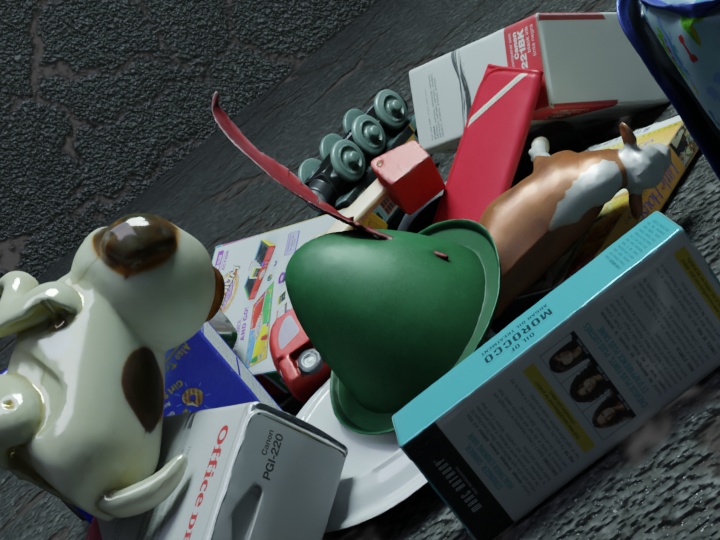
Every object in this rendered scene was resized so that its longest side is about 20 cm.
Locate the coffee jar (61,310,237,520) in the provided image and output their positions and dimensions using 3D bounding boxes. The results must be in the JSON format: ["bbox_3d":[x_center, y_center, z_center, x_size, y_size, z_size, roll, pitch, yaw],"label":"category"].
[{"bbox_3d":[-0.189,0.122,1.096,0.085,0.104,0.202,33,106,37],"label":"coffee jar"}]

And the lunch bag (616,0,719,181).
[{"bbox_3d":[0.255,-0.139,0.803,0.127,0.171,0.200,-36,17,7],"label":"lunch bag"}]

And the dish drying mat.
[{"bbox_3d":[0.097,-0.072,1.044,0.077,0.018,0.202,21,93,54],"label":"dish drying mat"}]

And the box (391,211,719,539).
[{"bbox_3d":[0.120,0.062,0.725,0.199,0.083,0.049,-38,15,5],"label":"box"}]

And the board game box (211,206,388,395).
[{"bbox_3d":[-0.072,0.034,1.131,0.199,0.040,0.155,-13,55,43],"label":"board game box"}]

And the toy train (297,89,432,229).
[{"bbox_3d":[0.012,-0.111,1.377,0.085,0.114,0.200,-24,21,45],"label":"toy train"}]

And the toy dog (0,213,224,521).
[{"bbox_3d":[-0.177,0.053,0.857,0.192,0.139,0.202,11,69,42],"label":"toy dog"}]

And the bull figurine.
[{"bbox_3d":[0.128,-0.039,0.903,0.199,0.065,0.121,-39,15,0],"label":"bull figurine"}]

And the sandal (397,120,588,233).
[{"bbox_3d":[0.112,-0.057,1.097,0.199,0.076,0.043,-37,44,12],"label":"sandal"}]

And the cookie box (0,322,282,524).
[{"bbox_3d":[-0.169,0.120,1.005,0.171,0.201,0.075,-37,15,4],"label":"cookie box"}]

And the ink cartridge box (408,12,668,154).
[{"bbox_3d":[0.157,-0.168,1.146,0.143,0.085,0.199,-8,-3,-32],"label":"ink cartridge box"}]

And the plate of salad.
[{"bbox_3d":[0.020,0.111,0.885,0.199,0.048,0.201,-31,26,16],"label":"plate of salad"}]

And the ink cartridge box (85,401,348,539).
[{"bbox_3d":[-0.109,0.176,0.853,0.199,0.084,0.147,-18,50,56],"label":"ink cartridge box"}]

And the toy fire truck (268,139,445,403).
[{"bbox_3d":[0.000,0.000,1.021,0.199,0.049,0.142,-35,53,0],"label":"toy fire truck"}]

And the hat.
[{"bbox_3d":[-0.031,-0.006,0.838,0.199,0.175,0.167,7,65,61],"label":"hat"}]

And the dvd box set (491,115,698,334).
[{"bbox_3d":[0.168,-0.034,0.969,0.146,0.029,0.200,-18,27,53],"label":"dvd box set"}]
